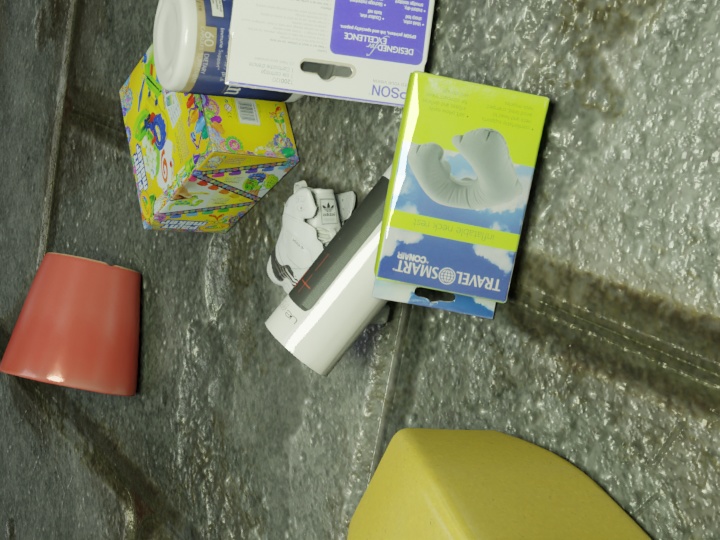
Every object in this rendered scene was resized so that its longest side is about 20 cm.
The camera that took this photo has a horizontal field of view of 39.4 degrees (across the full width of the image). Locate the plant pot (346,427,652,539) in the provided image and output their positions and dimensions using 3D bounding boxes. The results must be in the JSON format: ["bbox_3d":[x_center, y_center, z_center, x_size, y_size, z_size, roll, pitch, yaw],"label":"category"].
[{"bbox_3d":[0.090,0.235,0.798,0.201,0.193,0.196,55,129,46],"label":"plant pot"}]

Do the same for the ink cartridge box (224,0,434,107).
[{"bbox_3d":[-0.026,-0.267,0.969,0.043,0.194,0.204,-144,61,-83],"label":"ink cartridge box"}]

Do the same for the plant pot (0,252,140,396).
[{"bbox_3d":[-0.405,0.076,1.455,0.199,0.198,0.181,3,80,52],"label":"plant pot"}]

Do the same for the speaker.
[{"bbox_3d":[0.000,0.000,0.944,0.201,0.081,0.081,-51,46,4],"label":"speaker"}]

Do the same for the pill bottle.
[{"bbox_3d":[-0.108,-0.236,1.052,0.111,0.197,0.113,1,91,62],"label":"pill bottle"}]

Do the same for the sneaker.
[{"bbox_3d":[-0.031,-0.021,1.051,0.199,0.074,0.117,30,114,52],"label":"sneaker"}]

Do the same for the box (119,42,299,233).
[{"bbox_3d":[-0.192,-0.180,1.230,0.192,0.120,0.203,-35,62,45],"label":"box"}]

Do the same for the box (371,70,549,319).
[{"bbox_3d":[0.082,-0.061,0.871,0.048,0.120,0.204,-86,6,-80],"label":"box"}]
